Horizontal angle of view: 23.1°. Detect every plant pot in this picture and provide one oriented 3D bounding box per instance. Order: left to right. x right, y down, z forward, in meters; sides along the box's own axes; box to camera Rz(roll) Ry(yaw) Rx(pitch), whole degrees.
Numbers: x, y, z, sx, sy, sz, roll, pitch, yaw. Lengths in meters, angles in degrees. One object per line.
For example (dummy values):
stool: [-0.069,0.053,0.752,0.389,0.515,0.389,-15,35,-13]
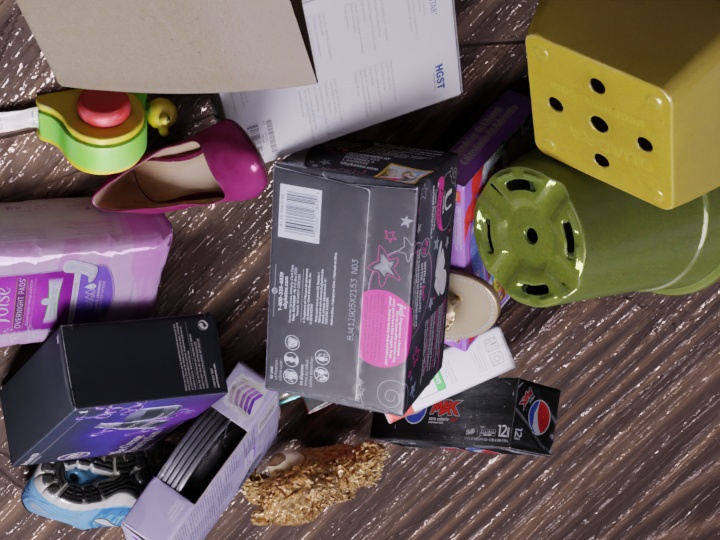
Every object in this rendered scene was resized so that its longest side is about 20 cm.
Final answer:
plant pot: [-0.149,-0.236,1.199,0.176,0.200,0.200,-15,141,3]
plant pot: [0.202,-0.052,1.527,0.189,0.200,0.201,-19,145,-42]
plant pot: [0.239,-0.171,1.410,0.176,0.200,0.200,-46,148,-26]

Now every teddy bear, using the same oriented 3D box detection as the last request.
teddy bear: [-0.045,0.199,1.760,0.144,0.067,0.200,-3,-174,38]

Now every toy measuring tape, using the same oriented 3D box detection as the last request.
toy measuring tape: [-0.237,-0.103,1.379,0.199,0.074,0.074,-12,138,-18]

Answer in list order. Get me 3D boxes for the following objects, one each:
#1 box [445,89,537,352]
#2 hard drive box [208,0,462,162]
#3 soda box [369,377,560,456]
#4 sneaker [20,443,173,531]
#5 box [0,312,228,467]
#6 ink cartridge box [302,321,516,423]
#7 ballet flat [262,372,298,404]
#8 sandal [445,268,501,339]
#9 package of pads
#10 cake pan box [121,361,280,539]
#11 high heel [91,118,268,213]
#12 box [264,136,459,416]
box: [0.113,-0.044,1.587,0.137,0.039,0.201,-47,148,-37]
hard drive box: [-0.027,-0.185,1.397,0.199,0.077,0.156,-19,140,-8]
soda box: [0.100,0.142,1.739,0.063,0.071,0.199,18,167,-41]
sneaker: [-0.244,0.217,1.738,0.199,0.079,0.090,15,146,-36]
box: [-0.220,0.106,1.543,0.141,0.079,0.200,-2,162,-27]
ink cartridge box: [0.042,0.098,1.710,0.199,0.109,0.051,-25,108,-2]
ballet flat: [-0.020,0.065,1.695,0.199,0.067,0.063,-24,108,-2]
sandal: [0.027,0.046,1.582,0.070,0.211,0.078,-46,124,-36]
package of pads: [-0.262,0.000,1.472,0.199,0.076,0.121,-5,134,-24]
cake pan box: [-0.144,0.191,1.627,0.185,0.052,0.200,-56,173,-16]
high heel: [-0.141,-0.068,1.383,0.096,0.200,0.068,-29,99,-21]
box: [0.000,0.000,1.472,0.132,0.115,0.201,10,111,18]
